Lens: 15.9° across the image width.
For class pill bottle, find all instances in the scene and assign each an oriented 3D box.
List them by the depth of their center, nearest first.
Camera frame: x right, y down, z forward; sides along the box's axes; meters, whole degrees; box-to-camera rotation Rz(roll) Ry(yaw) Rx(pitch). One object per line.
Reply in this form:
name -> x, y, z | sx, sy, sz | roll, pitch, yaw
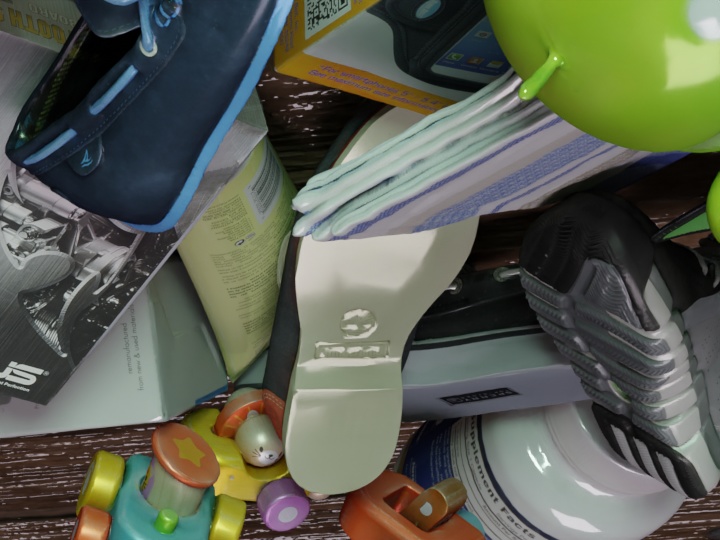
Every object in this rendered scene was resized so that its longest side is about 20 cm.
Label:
pill bottle -> 0.097, 0.090, 1.253 | 0.110, 0.112, 0.200 | 6, 157, -19

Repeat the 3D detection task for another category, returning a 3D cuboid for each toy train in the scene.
toy train -> -0.029, 0.103, 1.106 | 0.199, 0.150, 0.056 | -15, 137, -52

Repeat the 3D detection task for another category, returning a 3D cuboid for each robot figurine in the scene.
robot figurine -> 0.118, -0.095, 0.732 | 0.199, 0.177, 0.115 | -8, 178, -34

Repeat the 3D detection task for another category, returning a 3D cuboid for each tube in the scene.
tube -> -0.049, -0.014, 1.063 | 0.058, 0.052, 0.200 | -8, 157, 8

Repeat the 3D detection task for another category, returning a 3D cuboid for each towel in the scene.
towel -> 0.083, -0.053, 0.888 | 0.146, 0.024, 0.199 | -27, 170, 35

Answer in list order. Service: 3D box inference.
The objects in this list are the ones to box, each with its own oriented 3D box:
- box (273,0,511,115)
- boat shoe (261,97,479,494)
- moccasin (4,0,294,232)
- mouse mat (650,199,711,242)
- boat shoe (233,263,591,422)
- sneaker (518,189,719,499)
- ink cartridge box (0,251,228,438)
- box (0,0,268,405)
box -> 0.072, -0.105, 0.866 | 0.118, 0.042, 0.200 | 13, 156, -33
boat shoe -> 0.000, 0.000, 1.044 | 0.071, 0.063, 0.201 | 3, 129, -12
moccasin -> -0.062, -0.084, 0.798 | 0.068, 0.081, 0.201 | 16, 130, -14
mouse mat -> 0.214, -0.054, 0.915 | 0.199, 0.008, 0.161 | -12, 166, -43
boat shoe -> 0.033, 0.024, 1.143 | 0.198, 0.069, 0.073 | -9, 158, 34
sneaker -> 0.132, -0.001, 1.024 | 0.075, 0.116, 0.200 | 32, 163, 29
ink cartridge box -> -0.168, 0.037, 1.110 | 0.198, 0.068, 0.116 | -6, -178, 12
box -> -0.157, -0.041, 0.904 | 0.199, 0.049, 0.158 | 20, 127, -34
